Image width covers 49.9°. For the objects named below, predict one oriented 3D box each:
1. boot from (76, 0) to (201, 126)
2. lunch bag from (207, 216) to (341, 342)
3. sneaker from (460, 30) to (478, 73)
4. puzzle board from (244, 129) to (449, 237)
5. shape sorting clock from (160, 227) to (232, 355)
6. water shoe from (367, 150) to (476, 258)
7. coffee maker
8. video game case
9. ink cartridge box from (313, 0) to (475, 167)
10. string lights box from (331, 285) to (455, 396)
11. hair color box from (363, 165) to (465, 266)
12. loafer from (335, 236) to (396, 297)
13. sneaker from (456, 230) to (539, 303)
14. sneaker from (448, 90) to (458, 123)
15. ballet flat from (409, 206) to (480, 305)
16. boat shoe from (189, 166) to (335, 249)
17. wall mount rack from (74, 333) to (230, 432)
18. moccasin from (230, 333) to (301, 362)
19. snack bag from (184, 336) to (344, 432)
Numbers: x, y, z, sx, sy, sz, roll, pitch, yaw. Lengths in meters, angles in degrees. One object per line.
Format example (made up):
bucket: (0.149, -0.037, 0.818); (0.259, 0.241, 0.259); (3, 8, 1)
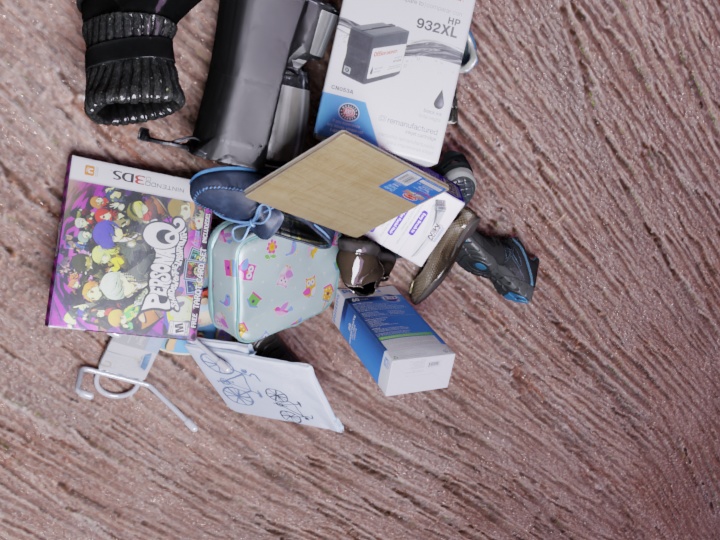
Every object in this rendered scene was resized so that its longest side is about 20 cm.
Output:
boot: (-0.199, -0.249, 0.799); (0.208, 0.160, 0.079); (-20, 161, 18)
lunch bag: (-0.111, -0.008, 1.034); (0.199, 0.076, 0.163); (-23, 122, -45)
sneaker: (0.084, -0.327, 0.991); (0.199, 0.073, 0.072); (32, 101, -36)
puzzle board: (-0.012, -0.095, 0.882); (0.149, 0.018, 0.199); (-26, 154, 32)
shape sorting clock: (-0.218, 0.033, 1.057); (0.197, 0.039, 0.203); (-13, 122, -21)
water shoe: (0.088, -0.092, 1.131); (0.199, 0.080, 0.071); (-36, 128, 28)
coffee maker: (-0.129, -0.225, 0.882); (0.190, 0.134, 0.203); (-2, 110, -48)
video game case: (-0.276, -0.023, 0.944); (0.179, 0.036, 0.204); (9, 86, -29)
ink cartridge box: (0.037, -0.232, 0.867); (0.143, 0.084, 0.204); (13, 94, -3)
string lights box: (0.043, 0.095, 1.128); (0.101, 0.200, 0.060); (-3, 118, -25)
hair color box: (0.026, -0.104, 1.026); (0.198, 0.065, 0.110); (29, 114, -13)
loafer: (0.000, 0.000, 1.079); (0.200, 0.072, 0.073); (25, 77, -75)
sneaker: (0.215, -0.026, 1.248); (0.199, 0.073, 0.083); (36, 70, -35)
sneaker: (0.056, -0.231, 1.007); (0.198, 0.088, 0.080); (4, 83, -47)
ballet flat: (0.119, -0.022, 1.178); (0.067, 0.046, 0.201); (-37, 161, -43)
boat shoe: (-0.106, -0.072, 0.924); (0.197, 0.070, 0.084); (8, 153, -30)
wall mount rack: (-0.276, 0.129, 1.031); (0.172, 0.075, 0.201); (19, 120, -24)
moccasin: (-0.139, 0.134, 1.137); (0.074, 0.077, 0.202); (-49, 145, -14)
snack bag: (-0.130, 0.160, 1.081); (0.190, 0.197, 0.022); (70, 34, -49)
